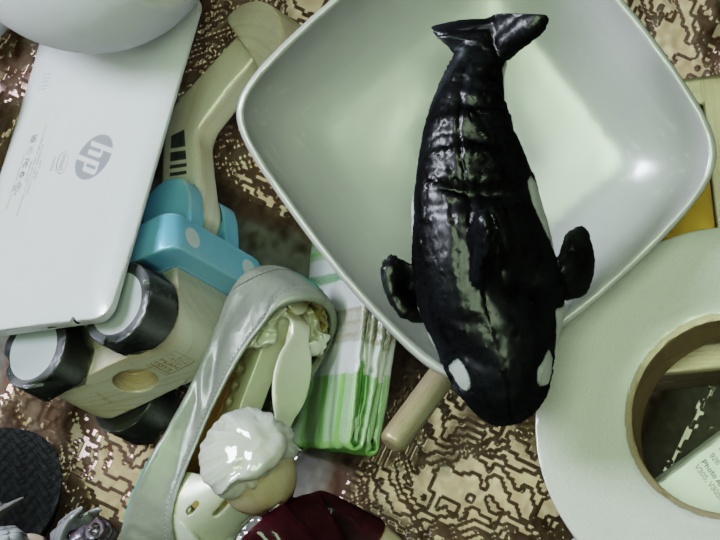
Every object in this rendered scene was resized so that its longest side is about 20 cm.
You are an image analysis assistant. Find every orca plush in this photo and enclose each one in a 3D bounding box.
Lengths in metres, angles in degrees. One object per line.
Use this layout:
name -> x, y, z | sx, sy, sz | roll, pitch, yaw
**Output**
orca plush -> 0.070, -0.027, 1.434 | 0.105, 0.071, 0.201 | 11, 86, -6

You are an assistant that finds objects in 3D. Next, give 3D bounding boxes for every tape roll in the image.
tape roll -> 0.189, 0.076, 1.483 | 0.202, 0.037, 0.204 | -4, 70, 12

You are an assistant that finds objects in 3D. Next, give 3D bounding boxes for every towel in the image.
towel -> 0.000, 0.000, 1.610 | 0.031, 0.149, 0.201 | 8, 86, -13

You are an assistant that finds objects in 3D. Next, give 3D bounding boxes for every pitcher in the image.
pitcher -> -0.159, -0.202, 1.633 | 0.200, 0.121, 0.172 | 1, 71, 51

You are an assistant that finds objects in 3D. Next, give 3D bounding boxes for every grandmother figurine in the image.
grandmother figurine -> -0.025, 0.163, 1.522 | 0.060, 0.121, 0.201 | -27, 90, 45

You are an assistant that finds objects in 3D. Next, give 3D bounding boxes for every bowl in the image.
bowl -> 0.057, -0.065, 1.507 | 0.200, 0.075, 0.200 | -40, 91, -6

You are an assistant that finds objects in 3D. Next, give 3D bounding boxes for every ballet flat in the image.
ballet flat -> -0.070, 0.094, 1.572 | 0.064, 0.067, 0.201 | 22, 89, 48

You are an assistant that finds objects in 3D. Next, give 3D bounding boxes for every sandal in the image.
sandal -> -0.210, 0.165, 1.618 | 0.075, 0.045, 0.200 | 11, 44, -4

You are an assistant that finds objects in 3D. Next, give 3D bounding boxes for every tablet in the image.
tablet -> -0.157, -0.057, 1.632 | 0.130, 0.014, 0.201 | -8, 59, 41

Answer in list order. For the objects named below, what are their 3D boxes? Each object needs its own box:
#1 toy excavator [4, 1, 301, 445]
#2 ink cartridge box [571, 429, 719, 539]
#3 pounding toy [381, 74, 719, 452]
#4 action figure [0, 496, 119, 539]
toy excavator -> -0.104, -0.032, 1.640 | 0.194, 0.100, 0.201 | -26, 54, 30
ink cartridge box -> 0.151, 0.167, 1.568 | 0.200, 0.146, 0.084 | -37, 81, 1
pounding toy -> 0.108, 0.000, 1.593 | 0.199, 0.142, 0.185 | -6, 83, 6
action figure -> -0.153, 0.177, 1.522 | 0.200, 0.130, 0.069 | 38, 131, 7
